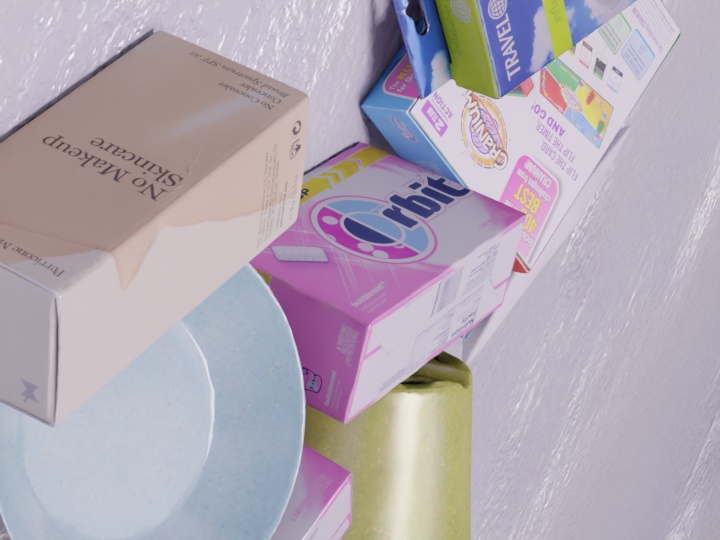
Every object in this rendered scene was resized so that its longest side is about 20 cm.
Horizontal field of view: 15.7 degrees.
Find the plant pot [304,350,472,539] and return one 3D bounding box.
[{"bbox_3d":[-0.010,0.137,1.535,0.200,0.200,0.185,-19,120,-63],"label":"plant pot"}]

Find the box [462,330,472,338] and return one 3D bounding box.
[{"bbox_3d":[0.074,-0.055,1.695,0.200,0.040,0.137,-66,160,5],"label":"box"}]

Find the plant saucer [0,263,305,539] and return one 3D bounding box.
[{"bbox_3d":[-0.114,0.076,1.313,0.201,0.039,0.201,-4,96,-43],"label":"plant saucer"}]

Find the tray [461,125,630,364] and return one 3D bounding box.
[{"bbox_3d":[0.126,-0.023,1.846,0.200,0.022,0.107,-49,170,-45],"label":"tray"}]

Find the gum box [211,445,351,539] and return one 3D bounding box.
[{"bbox_3d":[-0.105,0.168,1.387,0.200,0.113,0.066,-53,162,-26],"label":"gum box"}]

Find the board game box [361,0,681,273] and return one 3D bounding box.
[{"bbox_3d":[0.102,-0.123,1.589,0.200,0.040,0.153,-56,129,-22],"label":"board game box"}]

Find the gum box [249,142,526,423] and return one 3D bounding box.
[{"bbox_3d":[0.000,0.000,1.471,0.200,0.113,0.066,-33,144,-54],"label":"gum box"}]

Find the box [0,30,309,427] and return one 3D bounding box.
[{"bbox_3d":[-0.116,-0.023,1.196,0.200,0.095,0.078,-44,150,-46],"label":"box"}]

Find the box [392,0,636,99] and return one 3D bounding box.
[{"bbox_3d":[0.106,-0.190,1.495,0.200,0.048,0.122,-37,129,-26],"label":"box"}]
